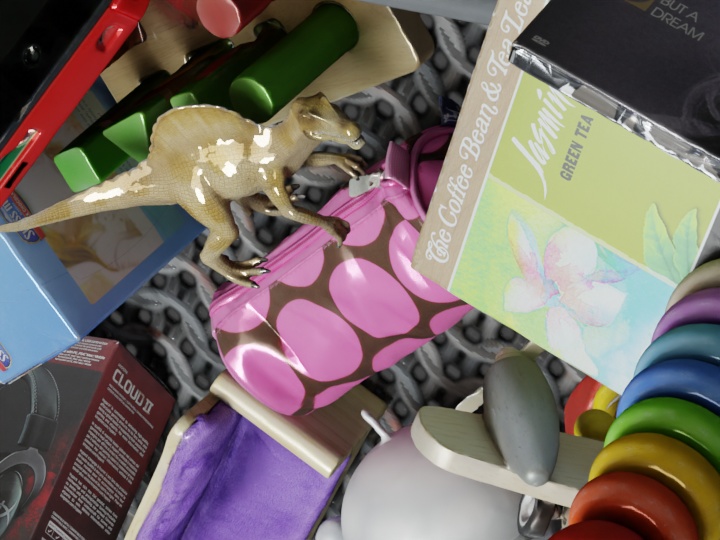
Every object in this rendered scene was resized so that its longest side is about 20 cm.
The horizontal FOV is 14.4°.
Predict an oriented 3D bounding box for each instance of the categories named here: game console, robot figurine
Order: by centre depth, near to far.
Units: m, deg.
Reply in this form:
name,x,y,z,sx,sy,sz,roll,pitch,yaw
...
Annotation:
name,x,y,z,sx,sy,sz,roll,pitch,yaw
game console,-0.206,-0.124,1.386,0.177,0.031,0.200,44,104,24
robot figurine,0.058,0.160,1.492,0.169,0.113,0.201,-5,118,29

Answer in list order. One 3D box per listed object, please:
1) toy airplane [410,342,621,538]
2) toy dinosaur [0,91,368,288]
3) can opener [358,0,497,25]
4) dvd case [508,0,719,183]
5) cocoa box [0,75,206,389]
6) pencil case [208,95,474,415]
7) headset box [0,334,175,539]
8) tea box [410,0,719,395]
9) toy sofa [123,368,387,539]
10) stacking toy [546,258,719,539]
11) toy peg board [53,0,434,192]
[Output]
name,x,y,z,sx,sy,sz,roll,pitch,yaw
toy airplane,0.147,0.094,1.329,0.199,0.200,0.142,24,104,29
toy dinosaur,-0.070,-0.043,1.365,0.199,0.058,0.101,-17,136,28
can opener,-0.008,-0.146,1.302,0.199,0.067,0.053,10,110,-7
dvd case,0.172,-0.109,1.150,0.148,0.200,0.016,31,143,15
cocoa box,-0.205,-0.052,1.517,0.131,0.133,0.200,-28,101,44
pencil case,0.000,0.000,1.438,0.093,0.091,0.200,13,145,-32
headset box,-0.207,0.115,1.613,0.148,0.201,0.077,8,155,32
tea box,0.153,-0.054,1.251,0.196,0.134,0.201,31,134,15
toy sofa,-0.068,0.133,1.575,0.083,0.098,0.200,36,136,8
stacking toy,0.123,0.079,1.133,0.085,0.200,0.086,18,131,23
toy peg board,-0.103,-0.144,1.403,0.200,0.098,0.200,-17,110,42
